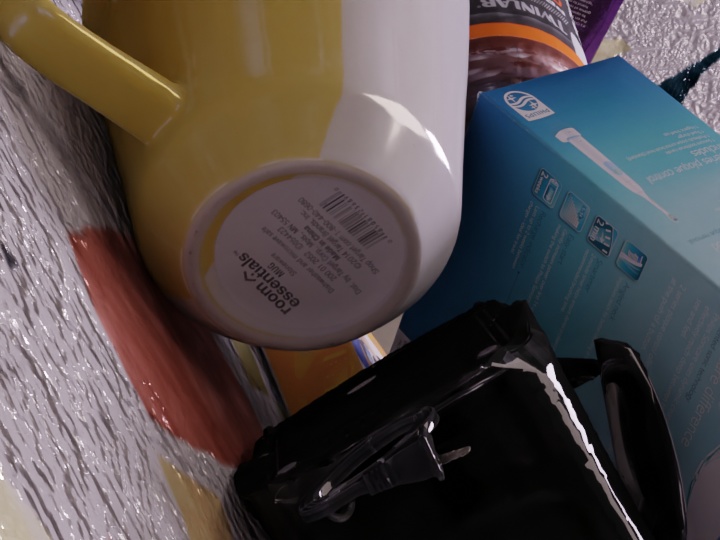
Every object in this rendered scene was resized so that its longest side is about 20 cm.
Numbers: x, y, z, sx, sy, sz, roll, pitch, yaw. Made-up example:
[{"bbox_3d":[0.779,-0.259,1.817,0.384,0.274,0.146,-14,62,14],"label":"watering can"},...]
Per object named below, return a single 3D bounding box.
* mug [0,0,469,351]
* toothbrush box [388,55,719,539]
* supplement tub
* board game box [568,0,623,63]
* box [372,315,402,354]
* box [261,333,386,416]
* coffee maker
[{"bbox_3d":[-0.044,-0.052,0.871,0.154,0.185,0.150,-98,-167,-50],"label":"mug"},{"bbox_3d":[0.116,0.038,0.902,0.200,0.085,0.147,42,-49,31],"label":"toothbrush box"},{"bbox_3d":[0.056,-0.090,1.142,0.107,0.106,0.201,56,14,-37],"label":"supplement tub"},{"bbox_3d":[0.044,-0.178,1.230,0.199,0.120,0.032,20,41,-6],"label":"board game box"},{"bbox_3d":[0.000,0.000,1.146,0.200,0.068,0.082,55,9,-49],"label":"box"},{"bbox_3d":[0.018,0.101,0.980,0.119,0.041,0.201,54,7,-50],"label":"box"},{"bbox_3d":[0.049,0.130,0.792,0.201,0.134,0.192,59,24,-5],"label":"coffee maker"}]
